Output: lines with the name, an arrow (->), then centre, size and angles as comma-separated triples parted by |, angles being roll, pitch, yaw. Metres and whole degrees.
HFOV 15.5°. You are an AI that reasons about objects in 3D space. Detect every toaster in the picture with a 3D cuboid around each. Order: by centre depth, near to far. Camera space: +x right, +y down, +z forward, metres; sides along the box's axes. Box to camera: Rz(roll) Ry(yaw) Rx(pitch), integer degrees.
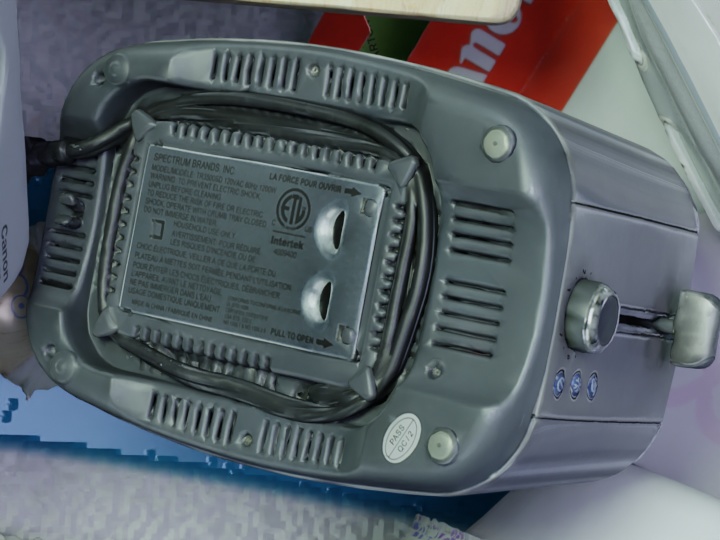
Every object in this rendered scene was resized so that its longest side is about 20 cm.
toaster -> 0.000, 0.000, 0.757 | 0.129, 0.199, 0.114 | 10, 90, -57

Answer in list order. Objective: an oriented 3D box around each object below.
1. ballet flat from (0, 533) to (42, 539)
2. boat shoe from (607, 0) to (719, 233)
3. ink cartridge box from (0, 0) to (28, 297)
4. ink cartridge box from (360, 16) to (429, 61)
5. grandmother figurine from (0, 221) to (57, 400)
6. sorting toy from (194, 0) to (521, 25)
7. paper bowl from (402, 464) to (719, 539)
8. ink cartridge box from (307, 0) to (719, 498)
ballet flat -> -0.117, 0.108, 0.811 | 0.199, 0.072, 0.072 | 10, 90, -21
boat shoe -> 0.096, -0.092, 0.768 | 0.072, 0.068, 0.200 | -39, 106, -26
ink cartridge box -> -0.196, -0.056, 0.685 | 0.199, 0.083, 0.146 | 8, 121, 13
ink cartridge box -> 0.083, -0.147, 0.866 | 0.199, 0.076, 0.148 | -19, 100, -20
grandmother figurine -> -0.167, 0.024, 0.788 | 0.199, 0.061, 0.122 | -11, 89, -21
sorting toy -> -0.042, -0.180, 0.791 | 0.198, 0.070, 0.201 | 5, 93, 4
paper bowl -> 0.102, 0.128, 0.823 | 0.200, 0.201, 0.105 | 27, 84, -20
ink cartridge box -> 0.081, -0.037, 0.834 | 0.200, 0.057, 0.163 | 28, 106, -10
